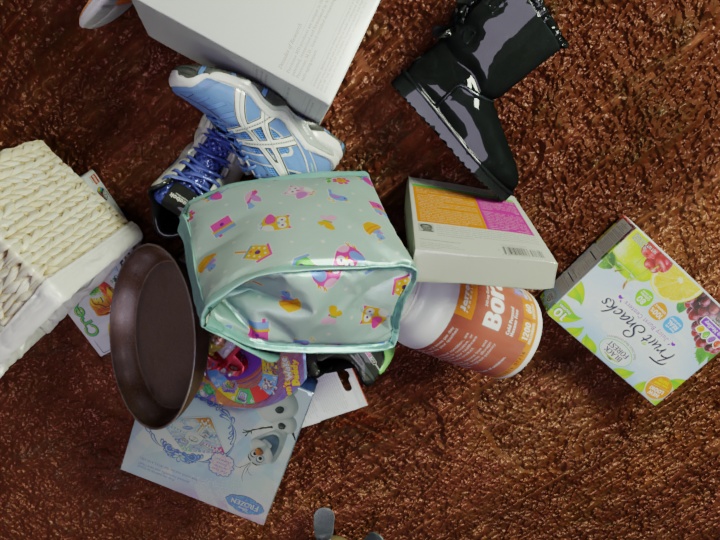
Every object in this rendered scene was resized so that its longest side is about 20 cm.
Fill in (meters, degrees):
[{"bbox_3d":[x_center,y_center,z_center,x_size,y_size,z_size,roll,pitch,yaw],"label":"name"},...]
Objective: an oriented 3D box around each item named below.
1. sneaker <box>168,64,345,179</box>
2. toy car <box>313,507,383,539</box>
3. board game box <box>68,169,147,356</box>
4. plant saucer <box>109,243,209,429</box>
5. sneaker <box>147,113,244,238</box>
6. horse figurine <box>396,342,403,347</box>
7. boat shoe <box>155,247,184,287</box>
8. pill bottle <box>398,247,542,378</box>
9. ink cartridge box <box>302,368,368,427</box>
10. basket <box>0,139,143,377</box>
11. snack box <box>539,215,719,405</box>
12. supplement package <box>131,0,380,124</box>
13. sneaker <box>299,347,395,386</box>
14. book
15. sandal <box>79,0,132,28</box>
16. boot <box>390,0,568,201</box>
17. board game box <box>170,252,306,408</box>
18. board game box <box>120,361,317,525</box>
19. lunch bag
[{"bbox_3d":[-0.103,-0.136,0.664,0.199,0.075,0.078,27,88,-34],"label":"sneaker"},{"bbox_3d":[-0.046,0.445,0.946,0.162,0.158,0.202,24,101,2],"label":"toy car"},{"bbox_3d":[-0.321,-0.004,0.810,0.125,0.035,0.202,-25,110,13],"label":"board game box"},{"bbox_3d":[-0.222,0.072,0.738,0.034,0.200,0.202,1,123,-45],"label":"plant saucer"},{"bbox_3d":[-0.165,-0.106,0.718,0.080,0.115,0.200,33,110,-14],"label":"sneaker"},{"bbox_3d":[0.000,0.000,0.796,0.199,0.050,0.133,40,115,-12],"label":"horse figurine"},{"bbox_3d":[-0.148,-0.023,0.784,0.199,0.065,0.073,-33,75,13],"label":"boat shoe"},{"bbox_3d":[0.100,0.044,0.747,0.198,0.113,0.113,22,114,-29],"label":"pill bottle"},{"bbox_3d":[-0.099,0.150,0.862,0.197,0.050,0.110,-19,110,9],"label":"ink cartridge box"},{"bbox_3d":[-0.372,-0.002,0.687,0.198,0.200,0.161,-40,104,18],"label":"basket"},{"bbox_3d":[0.338,0.052,0.805,0.199,0.053,0.142,38,111,-14],"label":"snack box"},{"bbox_3d":[-0.098,-0.245,0.637,0.198,0.117,0.119,26,88,-10],"label":"supplement package"},{"bbox_3d":[-0.059,0.079,0.777,0.198,0.077,0.085,16,76,25],"label":"sneaker"},{"bbox_3d":[0.115,-0.042,0.691,0.131,0.201,0.049,5,114,0],"label":"book"},{"bbox_3d":[-0.221,-0.331,0.648,0.059,0.079,0.207,38,101,-13],"label":"sandal"},{"bbox_3d":[0.146,-0.193,0.698,0.162,0.074,0.198,-42,105,15],"label":"boot"},{"bbox_3d":[-0.142,0.067,0.739,0.155,0.039,0.203,1,103,11],"label":"board game box"},{"bbox_3d":[-0.177,0.192,0.828,0.197,0.043,0.201,22,106,-1],"label":"board game box"},{"bbox_3d":[-0.068,-0.009,0.635,0.197,0.171,0.123,-3,130,-20],"label":"lunch bag"}]
